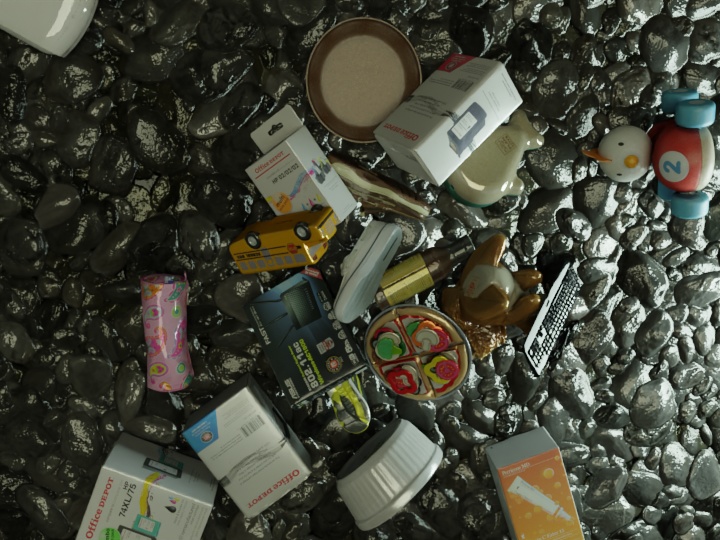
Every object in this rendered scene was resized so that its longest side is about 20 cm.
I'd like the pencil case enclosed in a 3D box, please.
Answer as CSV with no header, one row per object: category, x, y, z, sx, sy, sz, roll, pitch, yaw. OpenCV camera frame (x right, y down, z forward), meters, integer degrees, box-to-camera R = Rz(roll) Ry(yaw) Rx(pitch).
pencil case,-0.333,0.103,1.326,0.085,0.087,0.205,-1,100,-4

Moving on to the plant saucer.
plant saucer,0.005,-0.320,1.298,0.195,0.037,0.206,-1,101,-5

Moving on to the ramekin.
ramekin,0.043,0.350,1.353,0.202,0.202,0.095,-42,89,4

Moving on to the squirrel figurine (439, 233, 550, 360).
squirrel figurine,0.248,0.068,1.354,0.184,0.144,0.199,25,134,-32

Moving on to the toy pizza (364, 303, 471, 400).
toy pizza,0.098,0.151,1.354,0.195,0.032,0.204,8,120,14

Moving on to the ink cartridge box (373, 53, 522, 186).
ink cartridge box,0.138,-0.247,1.244,0.200,0.144,0.085,-45,122,-6

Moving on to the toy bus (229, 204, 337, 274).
toy bus,-0.124,-0.049,1.267,0.196,0.065,0.079,-8,119,34

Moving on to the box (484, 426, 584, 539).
box,0.324,0.418,1.433,0.122,0.098,0.204,-19,101,-1

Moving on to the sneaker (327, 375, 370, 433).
sneaker,-0.040,0.194,1.376,0.073,0.085,0.204,-22,81,3

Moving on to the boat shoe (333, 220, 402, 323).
boat shoe,0.000,0.000,1.315,0.066,0.074,0.201,19,59,29

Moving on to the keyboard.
keyboard,0.336,0.087,1.288,0.202,0.039,0.105,-56,132,-27

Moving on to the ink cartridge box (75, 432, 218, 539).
ink cartridge box,-0.366,0.408,1.347,0.196,0.146,0.149,22,98,-8

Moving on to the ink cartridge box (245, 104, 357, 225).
ink cartridge box,-0.110,-0.155,1.277,0.114,0.068,0.202,-26,104,39

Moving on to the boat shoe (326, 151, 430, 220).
boat shoe,0.021,-0.128,1.324,0.199,0.075,0.076,28,109,-2

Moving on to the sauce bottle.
sauce bottle,0.110,0.002,1.353,0.197,0.065,0.066,-26,102,1

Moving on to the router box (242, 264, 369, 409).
router box,-0.094,0.113,1.321,0.148,0.062,0.203,-29,77,3

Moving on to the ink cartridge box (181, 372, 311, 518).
ink cartridge box,-0.200,0.312,1.375,0.144,0.084,0.202,-34,101,2

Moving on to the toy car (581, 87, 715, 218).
toy car,0.479,-0.195,1.305,0.195,0.178,0.188,-4,113,9

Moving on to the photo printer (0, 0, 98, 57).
photo printer,-0.518,-0.448,1.212,0.197,0.070,0.169,28,97,-9

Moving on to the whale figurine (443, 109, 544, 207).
whale figurine,0.222,-0.191,1.321,0.199,0.104,0.160,-38,87,-20
